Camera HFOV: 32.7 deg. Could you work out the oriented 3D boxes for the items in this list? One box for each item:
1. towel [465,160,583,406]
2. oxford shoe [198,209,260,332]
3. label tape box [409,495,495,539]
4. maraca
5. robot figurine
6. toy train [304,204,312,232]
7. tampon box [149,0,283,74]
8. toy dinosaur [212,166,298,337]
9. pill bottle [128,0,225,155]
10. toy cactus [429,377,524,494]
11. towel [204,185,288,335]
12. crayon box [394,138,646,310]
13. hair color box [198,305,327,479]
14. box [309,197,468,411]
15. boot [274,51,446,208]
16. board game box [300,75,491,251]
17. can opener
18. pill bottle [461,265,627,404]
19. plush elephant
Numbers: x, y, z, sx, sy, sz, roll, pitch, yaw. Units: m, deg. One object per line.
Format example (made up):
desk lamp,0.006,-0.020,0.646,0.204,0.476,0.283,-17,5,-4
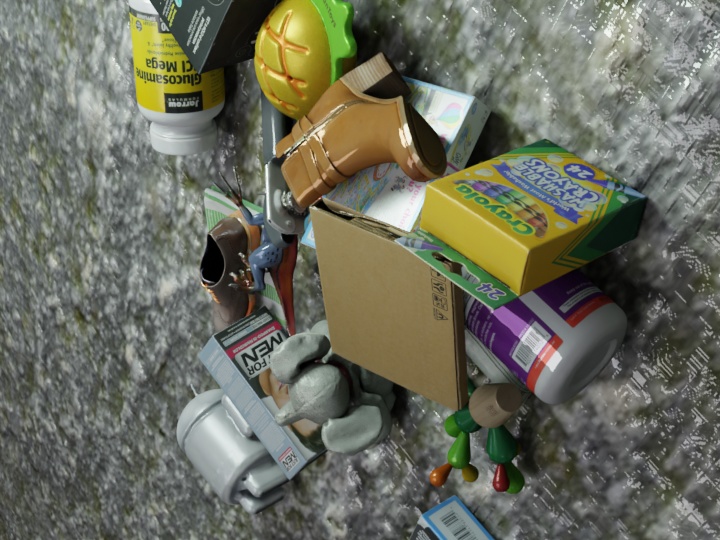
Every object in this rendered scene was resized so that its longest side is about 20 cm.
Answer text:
towel,0.140,0.017,1.269,0.201,0.034,0.193,52,141,20
oxford shoe,-0.182,0.013,1.600,0.071,0.073,0.202,35,134,31
label tape box,0.111,0.390,1.476,0.143,0.066,0.201,46,137,26
maraca,-0.052,-0.240,1.308,0.138,0.106,0.200,64,151,15
robot figurine,-0.183,0.247,1.725,0.200,0.112,0.171,44,133,28
toy train,0.000,0.000,1.393,0.202,0.084,0.116,68,154,8
tampon box,-0.163,-0.355,1.376,0.201,0.125,0.150,55,142,14
toy dinosaur,-0.087,-0.055,1.479,0.200,0.105,0.182,43,123,-2
pill bottle,-0.224,-0.252,1.518,0.112,0.112,0.202,27,128,41
toy cactus,0.116,0.152,1.306,0.202,0.101,0.165,63,156,7
towel,-0.153,0.000,1.635,0.152,0.023,0.202,23,125,42
crayon box,0.144,-0.047,1.092,0.125,0.199,0.052,36,134,34
hair color box,-0.107,0.155,1.578,0.201,0.099,0.061,52,138,9
box,0.029,0.035,1.187,0.162,0.021,0.201,23,141,29
boot,-0.007,-0.116,1.205,0.155,0.077,0.201,-38,46,13
board game box,0.034,-0.094,1.246,0.134,0.034,0.202,24,88,43
can opener,-0.094,-0.128,1.391,0.066,0.052,0.203,-23,61,44
pill bottle,0.148,0.023,1.159,0.200,0.112,0.113,45,138,25
plush elephant,-0.034,0.140,1.448,0.166,0.154,0.200,60,143,9
